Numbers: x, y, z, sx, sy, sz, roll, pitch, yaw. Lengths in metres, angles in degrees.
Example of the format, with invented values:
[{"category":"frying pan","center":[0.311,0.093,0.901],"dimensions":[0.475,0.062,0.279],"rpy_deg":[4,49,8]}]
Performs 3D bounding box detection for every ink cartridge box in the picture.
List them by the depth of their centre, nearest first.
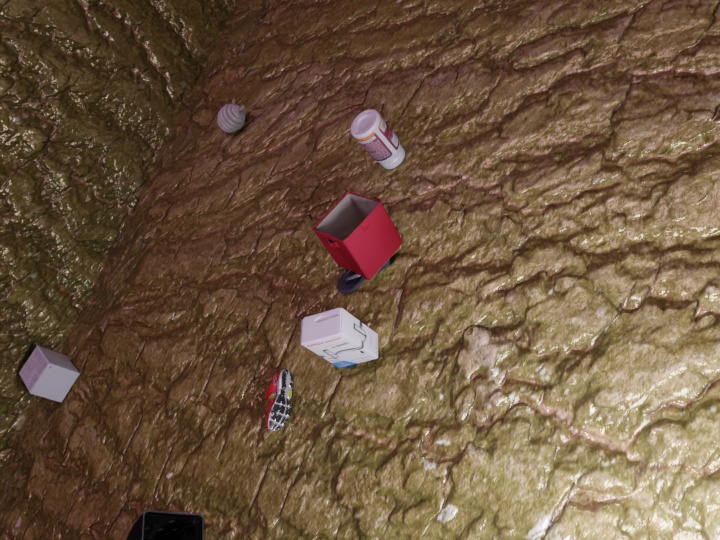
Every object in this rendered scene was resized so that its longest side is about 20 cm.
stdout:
[{"category":"ink cartridge box","center":[-0.059,0.198,1.630],"dimensions":[0.145,0.200,0.085],"rpy_deg":[-18,54,28]}]

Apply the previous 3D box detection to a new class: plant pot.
[{"category":"plant pot","center":[-0.597,0.847,1.670],"dimensions":[0.177,0.199,0.201],"rpy_deg":[-37,46,31]}]

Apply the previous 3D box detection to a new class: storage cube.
[{"category":"storage cube","center":[-0.004,-0.110,1.760],"dimensions":[0.200,0.180,0.170],"rpy_deg":[-47,40,-17]}]

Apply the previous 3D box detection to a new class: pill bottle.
[{"category":"pill bottle","center":[0.064,-0.443,1.924],"dimensions":[0.113,0.200,0.115],"rpy_deg":[-19,53,27]}]

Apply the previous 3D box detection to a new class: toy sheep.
[{"category":"toy sheep","center":[-0.606,-0.727,2.663],"dimensions":[0.199,0.137,0.139],"rpy_deg":[-31,46,42]}]

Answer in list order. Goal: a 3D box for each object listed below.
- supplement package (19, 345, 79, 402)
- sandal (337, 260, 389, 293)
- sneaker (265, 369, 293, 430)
[{"category":"supplement package","center":[-1.398,0.463,2.532],"dimensions":[0.199,0.152,0.151],"rpy_deg":[24,80,43]},{"category":"sandal","center":[0.000,-0.001,1.814],"dimensions":[0.199,0.043,0.076],"rpy_deg":[-36,48,15]},{"category":"sneaker","center":[-0.263,0.407,1.758],"dimensions":[0.084,0.077,0.201],"rpy_deg":[-21,43,33]}]
